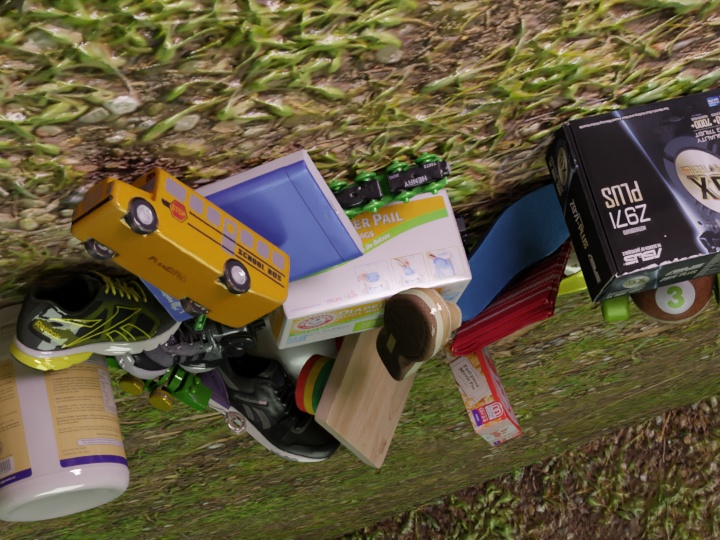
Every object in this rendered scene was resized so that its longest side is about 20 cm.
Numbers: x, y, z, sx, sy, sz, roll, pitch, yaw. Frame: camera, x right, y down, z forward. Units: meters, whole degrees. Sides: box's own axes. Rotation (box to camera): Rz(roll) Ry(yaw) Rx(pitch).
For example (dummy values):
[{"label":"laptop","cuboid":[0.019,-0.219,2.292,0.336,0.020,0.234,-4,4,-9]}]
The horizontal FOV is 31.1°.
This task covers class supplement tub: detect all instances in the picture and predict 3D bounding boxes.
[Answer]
[{"label":"supplement tub","cuboid":[-0.327,0.146,1.344,0.144,0.202,0.146,-13,162,-4]}]

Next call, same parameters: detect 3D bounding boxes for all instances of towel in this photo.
[{"label":"towel","cuboid":[0.179,0.010,1.456,0.144,0.023,0.200,-29,-160,36]}]

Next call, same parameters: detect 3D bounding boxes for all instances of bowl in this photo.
[{"label":"bowl","cuboid":[-0.072,0.116,1.657,0.199,0.091,0.201,-15,162,-5]}]

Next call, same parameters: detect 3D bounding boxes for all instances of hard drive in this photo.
[{"label":"hard drive","cuboid":[-0.114,-0.028,1.198,0.198,0.026,0.132,-20,135,14]}]

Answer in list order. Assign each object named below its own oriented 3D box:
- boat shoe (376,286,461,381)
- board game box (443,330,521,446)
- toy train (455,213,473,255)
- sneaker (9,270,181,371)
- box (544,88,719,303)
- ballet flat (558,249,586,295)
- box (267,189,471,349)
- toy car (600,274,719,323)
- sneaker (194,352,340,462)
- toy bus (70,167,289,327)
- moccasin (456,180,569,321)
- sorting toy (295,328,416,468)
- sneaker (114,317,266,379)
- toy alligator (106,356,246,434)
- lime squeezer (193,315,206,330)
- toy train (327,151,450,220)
[{"label":"boat shoe","cuboid":[0.067,0.052,1.300,0.076,0.072,0.200,-26,171,-15]},{"label":"board game box","cuboid":[0.141,0.115,1.648,0.046,0.201,0.152,-23,162,7]},{"label":"toy train","cuboid":[0.108,-0.019,1.494,0.045,0.034,0.200,-13,162,4]},{"label":"sneaker","cuboid":[-0.252,0.038,1.291,0.199,0.074,0.085,-20,137,-41]},{"label":"box","cuboid":[0.303,-0.076,1.271,0.198,0.165,0.086,-12,163,-9]},{"label":"ballet flat","cuboid":[0.240,-0.002,1.620,0.199,0.067,0.067,-24,140,30]},{"label":"box","cuboid":[0.000,0.000,1.344,0.198,0.102,0.113,-12,162,-11]},{"label":"toy car","cuboid":[0.345,-0.046,1.453,0.163,0.159,0.200,-7,152,8]},{"label":"sneaker","cuboid":[-0.107,0.158,1.570,0.199,0.076,0.088,29,130,-1]},{"label":"toy bus","cuboid":[-0.152,-0.022,1.119,0.065,0.079,0.199,-27,134,34]},{"label":"moccasin","cuboid":[0.161,-0.031,1.421,0.200,0.081,0.068,-40,-177,14]},{"label":"sorting toy","cuboid":[0.000,0.109,1.550,0.069,0.201,0.199,14,163,25]},{"label":"sneaker","cuboid":[-0.186,0.068,1.445,0.113,0.076,0.200,-24,166,23]},{"label":"toy alligator","cuboid":[-0.215,0.132,1.522,0.199,0.060,0.054,28,146,-8]},{"label":"lime squeezer","cuboid":[-0.129,0.011,1.330,0.038,0.071,0.199,-25,-177,-34]},{"label":"toy train","cuboid":[-0.009,-0.067,1.240,0.198,0.042,0.056,-17,172,2]}]
